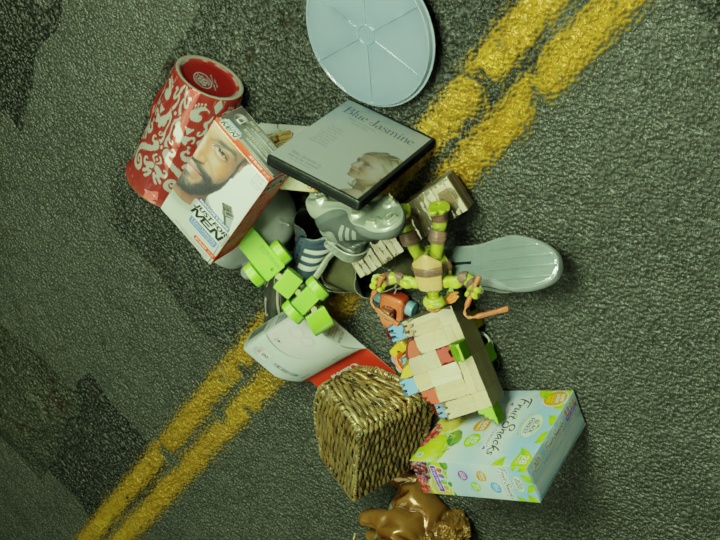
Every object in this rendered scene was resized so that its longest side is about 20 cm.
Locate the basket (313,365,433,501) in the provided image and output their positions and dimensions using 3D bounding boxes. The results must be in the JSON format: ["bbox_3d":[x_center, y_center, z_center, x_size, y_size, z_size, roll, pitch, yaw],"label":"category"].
[{"bbox_3d":[0.016,0.239,1.691,0.143,0.148,0.202,48,150,35],"label":"basket"}]

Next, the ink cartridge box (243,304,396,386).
[{"bbox_3d":[-0.067,0.144,1.686,0.200,0.057,0.162,44,135,-14],"label":"ink cartridge box"}]

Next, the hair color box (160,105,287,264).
[{"bbox_3d":[-0.183,-0.112,1.431,0.111,0.064,0.200,47,134,6],"label":"hair color box"}]

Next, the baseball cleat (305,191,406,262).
[{"bbox_3d":[0.005,-0.055,1.376,0.199,0.069,0.107,27,145,54],"label":"baseball cleat"}]

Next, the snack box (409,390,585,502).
[{"bbox_3d":[0.196,0.244,1.503,0.198,0.169,0.068,-5,120,39],"label":"snack box"}]

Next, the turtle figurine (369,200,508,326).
[{"bbox_3d":[0.099,-0.008,1.393,0.197,0.064,0.164,3,115,28],"label":"turtle figurine"}]

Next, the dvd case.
[{"bbox_3d":[-0.009,-0.154,1.368,0.141,0.200,0.018,27,131,19],"label":"dvd case"}]

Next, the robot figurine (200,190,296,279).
[{"bbox_3d":[-0.173,-0.072,1.620,0.199,0.112,0.172,-24,84,45],"label":"robot figurine"}]

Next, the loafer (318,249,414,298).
[{"bbox_3d":[0.000,0.000,1.562,0.198,0.070,0.076,-9,113,42],"label":"loafer"}]

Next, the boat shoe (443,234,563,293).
[{"bbox_3d":[0.190,-0.008,1.413,0.198,0.066,0.075,5,84,39],"label":"boat shoe"}]

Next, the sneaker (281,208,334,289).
[{"bbox_3d":[-0.079,-0.043,1.566,0.084,0.076,0.200,25,129,-30],"label":"sneaker"}]

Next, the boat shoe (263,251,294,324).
[{"bbox_3d":[-0.138,0.047,1.709,0.056,0.067,0.202,20,133,21],"label":"boat shoe"}]

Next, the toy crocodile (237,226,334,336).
[{"bbox_3d":[-0.110,0.014,1.547,0.067,0.062,0.200,-44,100,3],"label":"toy crocodile"}]

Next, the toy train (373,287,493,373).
[{"bbox_3d":[0.094,0.111,1.574,0.198,0.056,0.152,26,132,23],"label":"toy train"}]

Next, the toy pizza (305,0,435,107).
[{"bbox_3d":[0.015,-0.310,1.366,0.198,0.032,0.202,21,131,26],"label":"toy pizza"}]

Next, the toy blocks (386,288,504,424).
[{"bbox_3d":[0.112,0.134,1.509,0.136,0.100,0.202,-22,91,31],"label":"toy blocks"}]

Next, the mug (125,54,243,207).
[{"bbox_3d":[-0.273,-0.220,1.579,0.177,0.133,0.201,42,127,16],"label":"mug"}]

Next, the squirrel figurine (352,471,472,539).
[{"bbox_3d":[0.078,0.453,1.726,0.198,0.186,0.143,19,129,27],"label":"squirrel figurine"}]

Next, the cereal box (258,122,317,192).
[{"bbox_3d":[-0.103,-0.161,1.481,0.198,0.144,0.040,9,123,33],"label":"cereal box"}]

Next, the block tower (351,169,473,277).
[{"bbox_3d":[0.061,-0.062,1.445,0.199,0.054,0.058,-31,97,28],"label":"block tower"}]
